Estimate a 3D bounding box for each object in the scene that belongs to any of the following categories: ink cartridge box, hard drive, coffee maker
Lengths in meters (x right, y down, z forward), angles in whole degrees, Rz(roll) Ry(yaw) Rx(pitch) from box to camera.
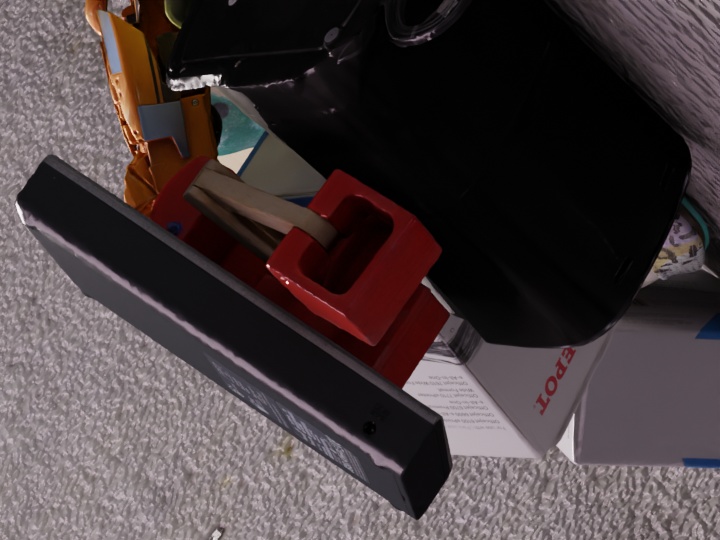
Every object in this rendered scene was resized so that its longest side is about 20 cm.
[{"bbox_3d":[0.044,-0.022,1.092,0.083,0.146,0.200,-4,136,46],"label":"ink cartridge box"},{"bbox_3d":[-0.052,0.032,0.930,0.199,0.033,0.140,33,171,11],"label":"hard drive"},{"bbox_3d":[0.172,0.053,1.298,0.145,0.087,0.200,3,-170,-11],"label":"ink cartridge box"},{"bbox_3d":[0.043,-0.059,0.906,0.200,0.135,0.192,40,-179,-32],"label":"coffee maker"}]

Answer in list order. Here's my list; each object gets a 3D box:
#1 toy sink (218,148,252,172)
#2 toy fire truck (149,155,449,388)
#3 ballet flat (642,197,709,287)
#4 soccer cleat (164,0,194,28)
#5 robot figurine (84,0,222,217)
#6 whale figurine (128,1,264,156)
[{"bbox_3d":[-0.030,-0.143,1.496,0.130,0.200,0.112,42,152,10],"label":"toy sink"},{"bbox_3d":[-0.032,-0.009,0.913,0.199,0.049,0.141,28,168,39],"label":"toy fire truck"},{"bbox_3d":[0.153,-0.014,1.230,0.072,0.072,0.200,41,-179,-1],"label":"ballet flat"},{"bbox_3d":[-0.061,-0.135,0.989,0.064,0.085,0.200,-7,161,34],"label":"soccer cleat"},{"bbox_3d":[-0.110,-0.124,1.066,0.145,0.058,0.202,146,112,-83],"label":"robot figurine"},{"bbox_3d":[-0.062,-0.119,1.375,0.198,0.104,0.159,11,-151,-27],"label":"whale figurine"}]
